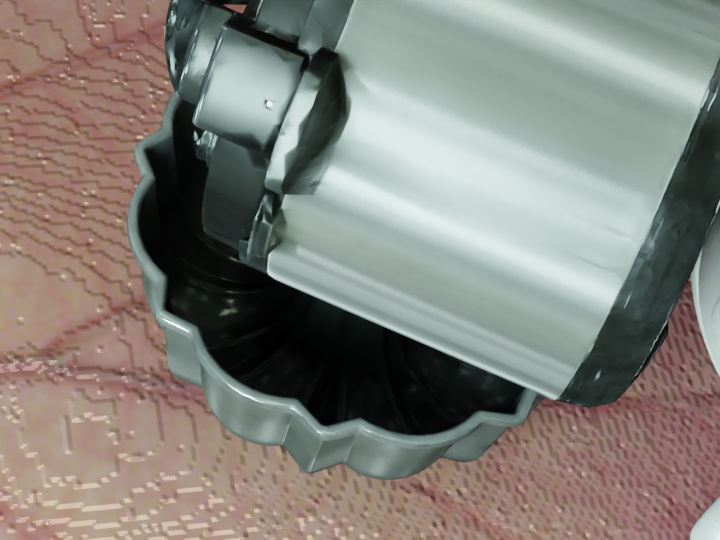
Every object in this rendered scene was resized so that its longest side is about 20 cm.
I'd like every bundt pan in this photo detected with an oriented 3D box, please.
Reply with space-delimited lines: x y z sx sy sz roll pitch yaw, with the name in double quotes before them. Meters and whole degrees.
"bundt pan" 0.000 0.000 0.692 0.200 0.076 0.203 7 55 -10

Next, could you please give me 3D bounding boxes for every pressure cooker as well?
"pressure cooker" 0.029 -0.062 0.589 0.198 0.176 0.180 23 71 4

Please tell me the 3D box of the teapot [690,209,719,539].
"teapot" 0.195 -0.001 0.636 0.145 0.197 0.202 -14 83 -28
